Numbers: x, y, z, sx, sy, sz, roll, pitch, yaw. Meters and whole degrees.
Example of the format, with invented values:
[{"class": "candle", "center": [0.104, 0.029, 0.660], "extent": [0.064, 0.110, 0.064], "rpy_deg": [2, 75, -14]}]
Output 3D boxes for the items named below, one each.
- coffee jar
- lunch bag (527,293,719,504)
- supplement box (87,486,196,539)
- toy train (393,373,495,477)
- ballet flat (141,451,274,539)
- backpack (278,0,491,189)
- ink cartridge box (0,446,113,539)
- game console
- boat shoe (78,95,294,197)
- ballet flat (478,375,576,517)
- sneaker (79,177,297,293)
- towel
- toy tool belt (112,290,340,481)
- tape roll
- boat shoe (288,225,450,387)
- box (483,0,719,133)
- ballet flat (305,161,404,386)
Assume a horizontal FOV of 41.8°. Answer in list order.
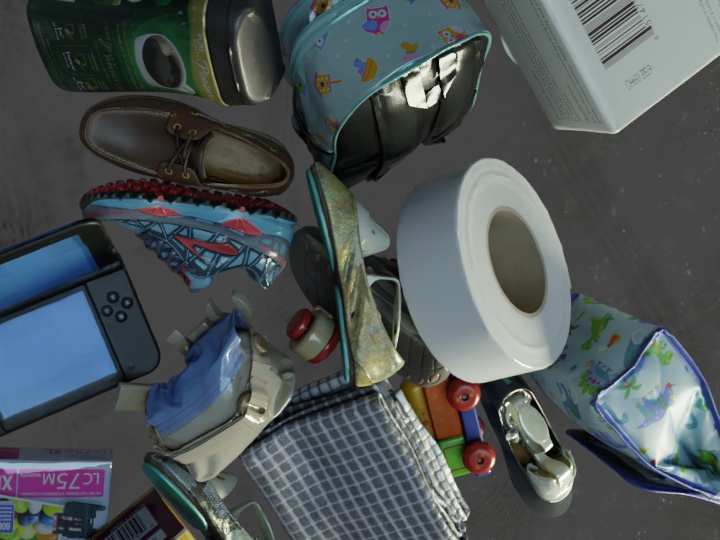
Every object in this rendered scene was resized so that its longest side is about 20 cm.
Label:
[{"class": "coffee jar", "center": [-0.162, -0.194, 0.770], "extent": [0.197, 0.086, 0.105], "rpy_deg": [8, 139, 14]}, {"class": "lunch bag", "center": [0.280, 0.141, 0.971], "extent": [0.128, 0.170, 0.200], "rpy_deg": [-45, 111, -3]}, {"class": "supplement box", "center": [-0.181, 0.332, 0.891], "extent": [0.131, 0.103, 0.201], "rpy_deg": [-39, 118, -18]}, {"class": "toy train", "center": [0.061, 0.120, 0.958], "extent": [0.114, 0.085, 0.203], "rpy_deg": [-15, 105, 2]}, {"class": "ballet flat", "center": [-0.138, 0.240, 0.936], "extent": [0.074, 0.074, 0.201], "rpy_deg": [-34, 110, -7]}, {"class": "backpack", "center": [0.017, -0.178, 0.815], "extent": [0.174, 0.200, 0.155], "rpy_deg": [-28, 86, -8]}, {"class": "ink cartridge box", "center": [-0.304, 0.270, 0.902], "extent": [0.118, 0.042, 0.203], "rpy_deg": [4, 102, -16]}, {"class": "game console", "center": [-0.290, 0.059, 0.820], "extent": [0.198, 0.118, 0.173], "rpy_deg": [-22, 106, -10]}, {"class": "boat shoe", "center": [-0.152, -0.111, 0.850], "extent": [0.197, 0.068, 0.073], "rpy_deg": [12, 98, -18]}, {"class": "ballet flat", "center": [0.187, 0.193, 1.008], "extent": [0.073, 0.073, 0.202], "rpy_deg": [-30, 108, -8]}, {"class": "sneaker", "center": [-0.158, -0.026, 0.861], "extent": [0.197, 0.079, 0.097], "rpy_deg": [9, 101, -17]}, {"class": "towel", "center": [-0.006, 0.201, 0.909], "extent": [0.164, 0.086, 0.201], "rpy_deg": [-23, 110, 23]}, {"class": "toy tool belt", "center": [-0.125, 0.087, 0.865], "extent": [0.123, 0.125, 0.200], "rpy_deg": [40, 102, -20]}, {"class": "tape roll", "center": [0.121, 0.000, 0.889], "extent": [0.201, 0.070, 0.205], "rpy_deg": [26, 55, -44]}, {"class": "boat shoe", "center": [0.016, 0.027, 0.911], "extent": [0.200, 0.075, 0.073], "rpy_deg": [42, 47, 7]}, {"class": "box", "center": [0.240, -0.268, 0.896], "extent": [0.199, 0.131, 0.200], "rpy_deg": [-37, 108, -7]}, {"class": "ballet flat", "center": [0.000, 0.000, 0.833], "extent": [0.070, 0.071, 0.203], "rpy_deg": [-12, 96, -13]}]
